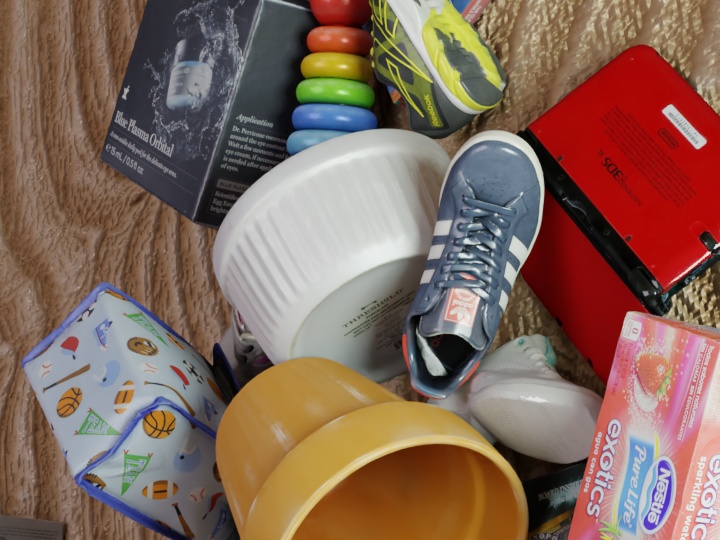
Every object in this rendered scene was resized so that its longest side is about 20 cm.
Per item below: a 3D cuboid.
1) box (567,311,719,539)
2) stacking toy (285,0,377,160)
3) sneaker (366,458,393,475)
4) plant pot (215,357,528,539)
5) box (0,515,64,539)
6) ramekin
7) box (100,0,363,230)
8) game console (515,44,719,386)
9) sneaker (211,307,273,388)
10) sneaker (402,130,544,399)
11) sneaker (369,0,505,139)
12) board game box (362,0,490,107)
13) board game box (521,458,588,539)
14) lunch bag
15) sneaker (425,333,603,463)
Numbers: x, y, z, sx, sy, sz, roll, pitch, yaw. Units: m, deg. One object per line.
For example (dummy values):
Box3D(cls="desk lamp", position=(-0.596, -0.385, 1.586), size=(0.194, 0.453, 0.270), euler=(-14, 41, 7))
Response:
Box3D(cls="box", position=(0.207, 0.137, 1.403), size=(0.095, 0.102, 0.201), euler=(20, 96, 55))
Box3D(cls="stacking toy", position=(-0.018, -0.147, 1.807), size=(0.085, 0.085, 0.201), euler=(3, 87, 55))
Box3D(cls="sneaker", position=(-0.017, 0.176, 1.742), size=(0.200, 0.076, 0.088), euler=(11, 96, 55))
Box3D(cls="plant pot", position=(-0.012, 0.158, 1.574), size=(0.183, 0.200, 0.201), euler=(46, 118, 51))
Box3D(cls="box", position=(-0.392, 0.293, 2.214), size=(0.200, 0.112, 0.102), euler=(-8, 74, 55))
Box3D(cls="ramekin", position=(0.000, 0.000, 1.659), size=(0.200, 0.200, 0.105), euler=(-53, 50, 33))
Box3D(cls="box", position=(-0.112, -0.151, 1.928), size=(0.197, 0.117, 0.201), euler=(31, 106, 54))
Box3D(cls="game console", position=(0.195, -0.027, 1.538), size=(0.172, 0.119, 0.200), euler=(-38, 44, 3))
Box3D(cls="sneaker", position=(-0.073, 0.040, 1.843), size=(0.200, 0.088, 0.082), euler=(-39, 51, 44))
Box3D(cls="sneaker", position=(0.076, 0.003, 1.536), size=(0.085, 0.075, 0.201), euler=(-69, -8, -58))
Box3D(cls="sneaker", position=(0.030, -0.189, 1.730), size=(0.085, 0.074, 0.200), euler=(-44, 65, 38))
Box3D(cls="board game box", position=(0.070, -0.235, 1.771), size=(0.200, 0.019, 0.103), euler=(-51, 43, 34))
Box3D(cls="board game box", position=(0.118, 0.218, 1.572), size=(0.200, 0.028, 0.136), euler=(-27, 58, 50))
Box3D(cls="lunch bag", position=(-0.149, 0.128, 1.793), size=(0.124, 0.200, 0.170), euler=(-42, 40, 9))
Box3D(cls="sneaker", position=(0.118, 0.081, 1.571), size=(0.089, 0.075, 0.200), euler=(-51, 22, -22))
